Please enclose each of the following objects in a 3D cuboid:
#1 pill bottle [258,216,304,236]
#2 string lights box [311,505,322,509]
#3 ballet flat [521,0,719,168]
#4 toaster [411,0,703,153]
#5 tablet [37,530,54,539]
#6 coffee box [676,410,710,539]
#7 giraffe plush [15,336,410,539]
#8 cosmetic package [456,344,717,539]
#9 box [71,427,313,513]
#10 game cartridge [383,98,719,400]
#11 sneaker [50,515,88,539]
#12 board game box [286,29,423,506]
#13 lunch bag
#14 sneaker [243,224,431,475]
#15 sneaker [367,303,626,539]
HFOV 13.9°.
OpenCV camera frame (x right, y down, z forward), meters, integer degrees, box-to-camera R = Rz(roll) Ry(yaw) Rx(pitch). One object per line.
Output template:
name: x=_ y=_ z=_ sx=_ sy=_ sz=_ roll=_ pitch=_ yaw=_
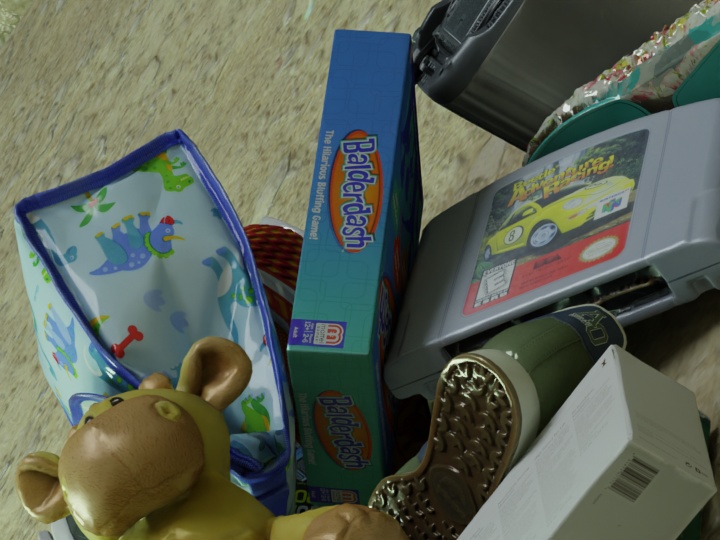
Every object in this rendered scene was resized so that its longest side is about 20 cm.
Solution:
pill bottle: x=-0.066 y=0.076 z=1.814 sx=0.200 sy=0.113 sz=0.113 roll=-62 pitch=17 yaw=-6
string lights box: x=-0.046 y=0.228 z=1.597 sx=0.200 sy=0.059 sz=0.103 roll=-56 pitch=17 yaw=16
ballet flat: x=0.166 y=-0.094 z=1.517 sx=0.200 sy=0.076 sz=0.064 roll=-32 pitch=21 yaw=41
toaster: x=0.117 y=-0.132 z=1.602 sx=0.200 sy=0.129 sz=0.114 roll=-58 pitch=16 yaw=6
tablet: x=-0.148 y=0.256 z=1.690 sx=0.014 sy=0.201 sz=0.130 roll=-18 pitch=14 yaw=-9
coffee box: x=0.100 y=0.160 z=1.315 sx=0.123 sy=0.044 sz=0.200 roll=-47 pitch=21 yaw=38
giraffe plush: x=-0.078 y=0.120 z=1.367 sx=0.172 sy=0.163 sz=0.200 roll=-24 pitch=-14 yaw=-20
cosmetic package: x=0.073 y=0.135 z=1.267 sx=0.200 sy=0.051 sz=0.083 roll=-54 pitch=19 yaw=23
box: x=-0.074 y=0.084 z=1.718 sx=0.199 sy=0.044 sz=0.161 roll=1 pitch=71 yaw=32
game cartridge: x=0.106 y=-0.014 z=1.471 sx=0.200 sy=0.041 sz=0.133 roll=-23 pitch=26 yaw=28
sneaker: x=-0.100 y=0.154 z=1.612 sx=0.099 sy=0.071 sz=0.200 roll=-51 pitch=35 yaw=6
board game box: x=0.000 y=0.000 z=1.535 sx=0.152 sy=0.045 sz=0.201 roll=84 pitch=-168 yaw=-56
lunch bag: x=-0.093 y=0.062 z=1.535 sx=0.127 sy=0.200 sz=0.170 roll=-28 pitch=-24 yaw=-14
sneaker: x=-0.019 y=0.066 z=1.633 sx=0.200 sy=0.073 sz=0.077 roll=60 pitch=146 yaw=25
sneaker: x=0.068 y=0.085 z=1.363 sx=0.090 sy=0.067 sz=0.200 roll=-30 pitch=-22 yaw=-31
